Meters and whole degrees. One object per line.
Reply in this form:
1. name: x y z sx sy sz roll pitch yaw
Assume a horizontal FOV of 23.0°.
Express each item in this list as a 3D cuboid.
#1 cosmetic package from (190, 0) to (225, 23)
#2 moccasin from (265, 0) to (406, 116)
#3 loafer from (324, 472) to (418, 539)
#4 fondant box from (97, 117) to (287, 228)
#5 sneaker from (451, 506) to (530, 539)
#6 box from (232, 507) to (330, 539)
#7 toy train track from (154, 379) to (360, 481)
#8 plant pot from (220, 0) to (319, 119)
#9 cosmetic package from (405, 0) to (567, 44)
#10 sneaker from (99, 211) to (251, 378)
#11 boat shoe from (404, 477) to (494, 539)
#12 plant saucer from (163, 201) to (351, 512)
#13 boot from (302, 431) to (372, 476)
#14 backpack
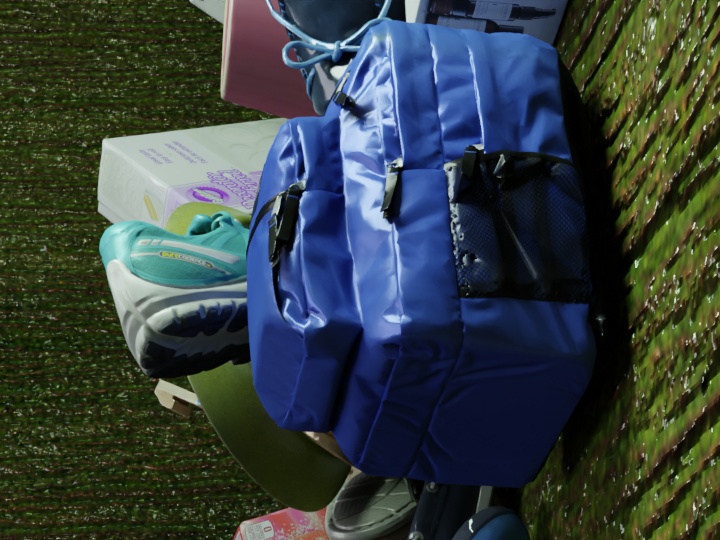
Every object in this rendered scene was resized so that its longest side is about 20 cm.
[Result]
1. cosmetic package: -0.023 -0.165 1.256 0.051 0.199 0.083 -53 15 19
2. moccasin: 0.007 -0.112 1.008 0.201 0.080 0.068 58 -155 -14
3. loafer: 0.031 0.150 1.124 0.200 0.071 0.063 -48 -52 -68
4. fondant box: -0.061 -0.051 1.224 0.144 0.199 0.059 34 126 44
5. sneaker: 0.067 0.225 0.912 0.078 0.066 0.201 18 96 48
6. box: -0.014 0.256 1.173 0.100 0.095 0.201 113 141 -71
7. toy train track: -0.068 0.123 1.237 0.115 0.199 0.033 36 -104 -55
8. plant pot: 0.004 -0.165 1.119 0.200 0.178 0.202 -175 90 -84
9. cosmetic package: 0.077 -0.185 0.900 0.200 0.082 0.051 103 167 -60
10. sneaker: -0.057 0.002 0.936 0.077 0.200 0.080 -41 68 27
11. boat shoe: 0.049 0.120 1.018 0.075 0.061 0.201 93 -175 -60
12. plant saucer: -0.051 0.045 1.057 0.200 0.031 0.201 52 -158 -32
13. boot: 0.029 0.029 0.986 0.144 0.071 0.201 -53 -1 9
14. backpack: 0.031 -0.022 0.851 0.163 0.167 0.201 116 159 -56
